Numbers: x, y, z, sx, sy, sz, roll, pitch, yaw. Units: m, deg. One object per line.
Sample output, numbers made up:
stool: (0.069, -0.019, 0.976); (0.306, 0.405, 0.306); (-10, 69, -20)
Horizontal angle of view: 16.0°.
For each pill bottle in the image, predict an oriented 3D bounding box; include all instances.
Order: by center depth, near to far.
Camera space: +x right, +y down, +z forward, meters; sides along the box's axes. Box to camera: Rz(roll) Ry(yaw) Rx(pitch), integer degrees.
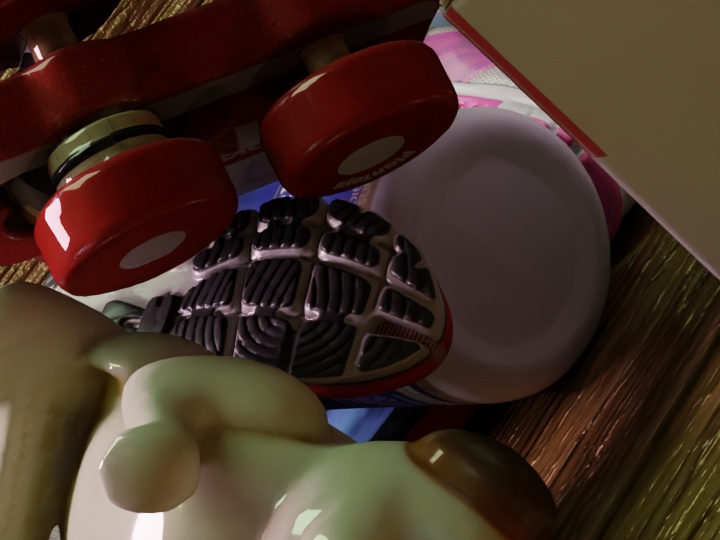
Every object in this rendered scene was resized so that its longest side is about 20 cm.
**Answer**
pill bottle: (0.000, 0.000, 1.062); (0.200, 0.116, 0.116); (-8, 45, 55)

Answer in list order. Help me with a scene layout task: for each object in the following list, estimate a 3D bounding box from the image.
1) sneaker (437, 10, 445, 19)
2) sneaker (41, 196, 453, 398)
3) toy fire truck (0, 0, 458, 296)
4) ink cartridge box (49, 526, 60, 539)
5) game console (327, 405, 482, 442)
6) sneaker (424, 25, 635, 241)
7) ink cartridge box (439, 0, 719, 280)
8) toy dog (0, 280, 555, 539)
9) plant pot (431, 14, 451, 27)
sneaker: (0.091, -0.152, 1.094); (0.199, 0.112, 0.072); (-8, 74, 29)
sneaker: (-0.038, 0.025, 0.975); (0.199, 0.085, 0.077); (-2, 57, 40)
toy fire truck: (-0.064, -0.051, 0.895); (0.199, 0.112, 0.168); (-24, -15, -16)
ink cartridge box: (-0.071, 0.130, 0.993); (0.200, 0.136, 0.077); (-69, -14, -54)
game console: (0.021, 0.048, 1.175); (0.177, 0.031, 0.200); (-56, 11, -10)
sneaker: (0.066, -0.071, 1.123); (0.088, 0.082, 0.200); (-35, 38, -27)
ink cartridge box: (0.106, -0.101, 0.934); (0.083, 0.146, 0.200); (-44, 13, 18)
toy dog: (-0.028, 0.102, 0.843); (0.200, 0.194, 0.140); (12, 81, 47)
plant pot: (0.031, -0.197, 1.290); (0.196, 0.200, 0.196); (-52, -12, 8)
